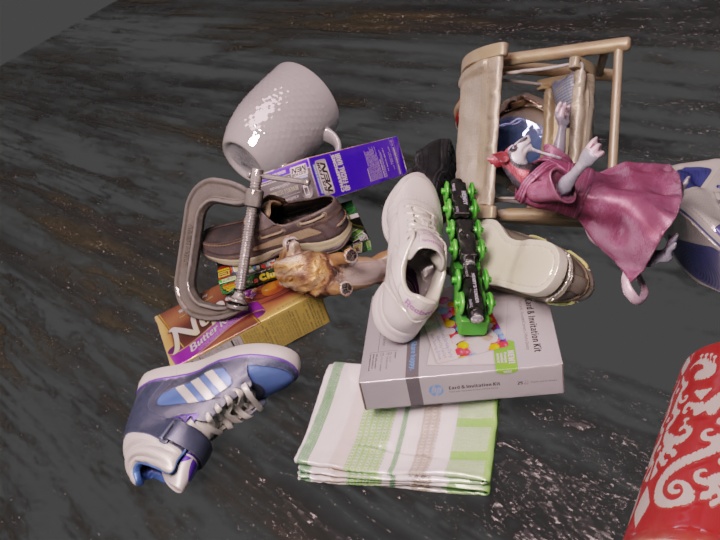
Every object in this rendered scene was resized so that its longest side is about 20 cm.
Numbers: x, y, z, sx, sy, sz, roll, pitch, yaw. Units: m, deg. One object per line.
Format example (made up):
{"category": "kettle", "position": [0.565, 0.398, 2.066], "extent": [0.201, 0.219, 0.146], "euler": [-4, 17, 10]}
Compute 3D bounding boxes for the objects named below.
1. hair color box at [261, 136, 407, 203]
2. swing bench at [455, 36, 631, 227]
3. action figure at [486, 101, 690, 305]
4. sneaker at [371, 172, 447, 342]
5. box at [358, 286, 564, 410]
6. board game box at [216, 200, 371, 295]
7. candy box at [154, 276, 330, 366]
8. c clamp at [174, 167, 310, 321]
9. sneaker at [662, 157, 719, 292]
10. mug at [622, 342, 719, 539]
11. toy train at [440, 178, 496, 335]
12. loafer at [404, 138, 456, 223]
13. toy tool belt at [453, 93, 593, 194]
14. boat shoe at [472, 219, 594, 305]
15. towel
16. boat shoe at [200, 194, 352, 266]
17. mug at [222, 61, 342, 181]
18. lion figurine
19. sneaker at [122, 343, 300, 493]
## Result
{"category": "hair color box", "position": [-0.036, -0.135, 0.947], "extent": [0.109, 0.065, 0.199], "euler": [-10, 11, 41]}
{"category": "swing bench", "position": [0.206, -0.156, 0.798], "extent": [0.198, 0.201, 0.130], "euler": [3, 0, 15]}
{"category": "action figure", "position": [0.223, -0.079, 0.688], "extent": [0.198, 0.150, 0.134], "euler": [18, 31, 12]}
{"category": "sneaker", "position": [0.066, -0.027, 0.704], "extent": [0.074, 0.100, 0.202], "euler": [16, 59, -15]}
{"category": "box", "position": [0.104, 0.074, 0.711], "extent": [0.198, 0.042, 0.156], "euler": [-6, 31, 11]}
{"category": "board game box", "position": [-0.092, -0.033, 0.883], "extent": [0.198, 0.024, 0.105], "euler": [-17, 35, -5]}
{"category": "candy box", "position": [-0.152, 0.062, 0.852], "extent": [0.198, 0.057, 0.117], "euler": [-26, 38, -11]}
{"category": "c clamp", "position": [-0.157, -0.030, 0.803], "extent": [0.169, 0.202, 0.027], "euler": [18, 8, 26]}
{"category": "sneaker", "position": [0.387, -0.073, 0.751], "extent": [0.114, 0.081, 0.200], "euler": [-22, 37, 1]}
{"category": "mug", "position": [0.290, 0.174, 0.498], "extent": [0.133, 0.178, 0.200], "euler": [-34, 14, 49]}
{"category": "toy train", "position": [0.112, -0.018, 0.719], "extent": [0.041, 0.057, 0.201], "euler": [1, 49, -1]}
{"category": "loafer", "position": [0.097, -0.122, 0.954], "extent": [0.070, 0.068, 0.201], "euler": [-13, 33, 22]}
{"category": "toy tool belt", "position": [0.205, -0.171, 0.910], "extent": [0.198, 0.125, 0.123], "euler": [21, 56, 18]}
{"category": "boat shoe", "position": [0.169, -0.007, 0.721], "extent": [0.073, 0.060, 0.202], "euler": [-68, 23, 4]}
{"category": "towel", "position": [0.041, 0.151, 0.683], "extent": [0.198, 0.031, 0.150], "euler": [-3, 42, 21]}
{"category": "boat shoe", "position": [-0.111, -0.060, 0.842], "extent": [0.198, 0.074, 0.075], "euler": [-9, 37, 7]}
{"category": "mug", "position": [-0.123, -0.224, 1.127], "extent": [0.199, 0.148, 0.176], "euler": [34, 64, 11]}
{"category": "lion figurine", "position": [0.000, 0.000, 0.799], "extent": [0.198, 0.073, 0.122], "euler": [5, -4, -26]}
{"category": "sneaker", "position": [-0.159, 0.168, 0.722], "extent": [0.198, 0.081, 0.147], "euler": [-12, 47, 6]}
